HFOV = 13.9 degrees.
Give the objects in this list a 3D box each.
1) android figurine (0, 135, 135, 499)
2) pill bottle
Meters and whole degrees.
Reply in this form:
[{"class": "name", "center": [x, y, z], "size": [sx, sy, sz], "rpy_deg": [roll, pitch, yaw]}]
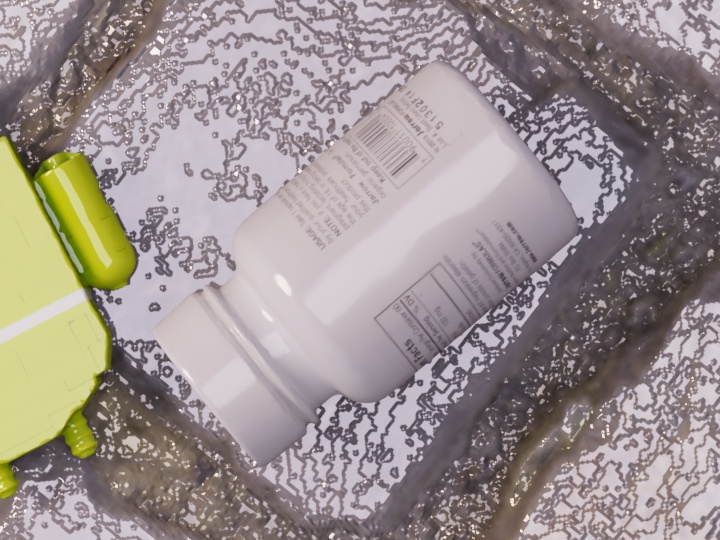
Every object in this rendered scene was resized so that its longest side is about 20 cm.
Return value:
[{"class": "android figurine", "center": [-0.203, 0.016, 1.499], "size": [0.181, 0.041, 0.201], "rpy_deg": [-29, 91, -1]}, {"class": "pill bottle", "center": [0.000, 0.000, 1.468], "size": [0.200, 0.114, 0.115], "rpy_deg": [-40, 91, -1]}]
